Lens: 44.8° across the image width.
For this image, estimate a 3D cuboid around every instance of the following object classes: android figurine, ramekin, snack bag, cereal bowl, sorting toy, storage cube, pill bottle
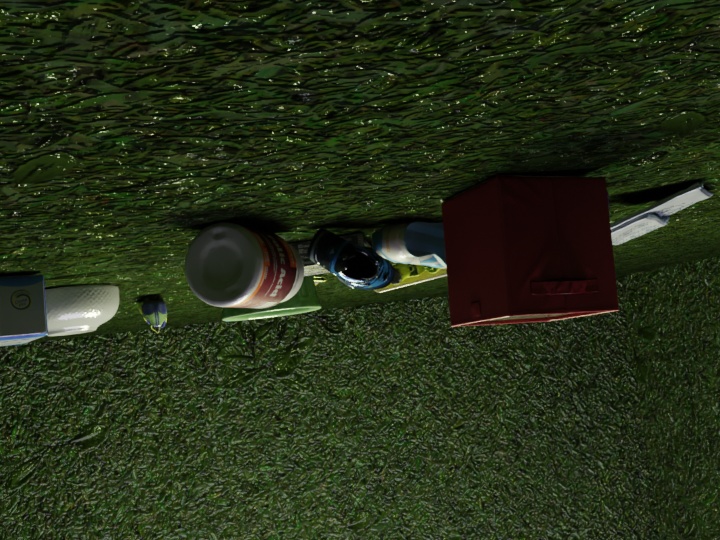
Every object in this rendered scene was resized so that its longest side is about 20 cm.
[{"bbox_3d":[0.084,-0.012,1.633,0.181,0.041,0.200,-12,-170,33],"label":"android figurine"},{"bbox_3d":[-0.181,0.038,1.733,0.198,0.099,0.200,-7,174,-1],"label":"ramekin"},{"bbox_3d":[0.502,-0.092,1.491,0.199,0.022,0.188,-28,167,25],"label":"snack bag"},{"bbox_3d":[-0.574,0.082,1.728,0.198,0.084,0.200,-9,175,-1],"label":"cereal bowl"},{"bbox_3d":[0.124,0.000,1.744,0.183,0.037,0.200,-15,-171,12],"label":"sorting toy"},{"bbox_3d":[0.224,-0.022,1.192,0.169,0.182,0.200,-2,174,-20],"label":"storage cube"},{"bbox_3d":[-0.158,-0.003,1.254,0.113,0.116,0.200,-9,175,16],"label":"pill bottle"}]

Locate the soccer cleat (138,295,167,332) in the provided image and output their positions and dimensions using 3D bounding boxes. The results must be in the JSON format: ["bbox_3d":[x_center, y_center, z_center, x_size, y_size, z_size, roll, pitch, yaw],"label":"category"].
[{"bbox_3d":[-0.499,0.110,2.105,0.064,0.085,0.200,-6,175,-16],"label":"soccer cleat"}]

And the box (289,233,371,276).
[{"bbox_3d":[-0.082,-0.021,1.541,0.198,0.045,0.160,-9,174,6],"label":"box"}]

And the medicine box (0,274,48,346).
[{"bbox_3d":[-0.630,0.073,1.438,0.181,0.104,0.199,-4,174,-33],"label":"medicine box"}]

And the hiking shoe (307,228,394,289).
[{"bbox_3d":[0.000,0.000,1.391,0.086,0.075,0.199,31,-173,39],"label":"hiking shoe"}]

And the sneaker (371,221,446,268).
[{"bbox_3d":[0.096,-0.044,1.448,0.080,0.077,0.199,-3,171,34],"label":"sneaker"}]

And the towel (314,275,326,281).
[{"bbox_3d":[-0.163,0.035,2.123,0.142,0.023,0.200,-5,174,-14],"label":"towel"}]
